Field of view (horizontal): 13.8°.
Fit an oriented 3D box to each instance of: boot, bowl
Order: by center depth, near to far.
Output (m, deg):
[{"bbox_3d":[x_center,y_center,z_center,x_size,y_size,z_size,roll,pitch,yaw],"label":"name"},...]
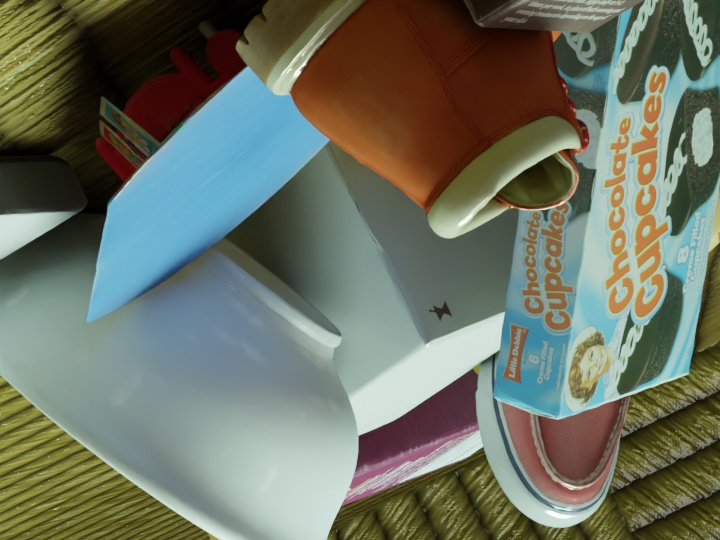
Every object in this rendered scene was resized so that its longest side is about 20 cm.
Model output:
[{"bbox_3d":[0.041,-0.064,1.037,0.075,0.107,0.200,-50,170,25],"label":"boot"},{"bbox_3d":[-0.071,0.035,1.255,0.090,0.201,0.201,-53,169,2],"label":"bowl"}]

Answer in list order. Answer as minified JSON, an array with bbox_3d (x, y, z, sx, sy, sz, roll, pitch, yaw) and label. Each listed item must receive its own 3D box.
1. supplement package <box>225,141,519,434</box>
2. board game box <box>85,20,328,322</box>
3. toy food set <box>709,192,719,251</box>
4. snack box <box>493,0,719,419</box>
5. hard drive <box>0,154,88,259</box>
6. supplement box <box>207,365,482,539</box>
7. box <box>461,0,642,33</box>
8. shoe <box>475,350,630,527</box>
[{"bbox_3d":[0.000,0.000,1.363,0.120,0.121,0.200,-20,170,-36],"label":"supplement package"},{"bbox_3d":[-0.051,-0.062,1.115,0.158,0.039,0.200,-40,171,-19],"label":"board game box"},{"bbox_3d":[0.188,-0.062,1.593,0.198,0.049,0.200,-44,-177,-17],"label":"toy food set"},{"bbox_3d":[0.112,-0.045,1.252,0.037,0.200,0.116,17,-163,32],"label":"snack box"},{"bbox_3d":[-0.217,0.014,1.143,0.200,0.027,0.132,-29,170,25],"label":"hard drive"},{"bbox_3d":[-0.007,0.054,1.625,0.200,0.131,0.103,-19,169,-43],"label":"supplement box"},{"bbox_3d":[0.122,-0.155,0.972,0.200,0.075,0.100,-28,171,24],"label":"box"},{"bbox_3d":[0.107,0.015,1.398,0.071,0.200,0.091,16,149,-18],"label":"shoe"}]
